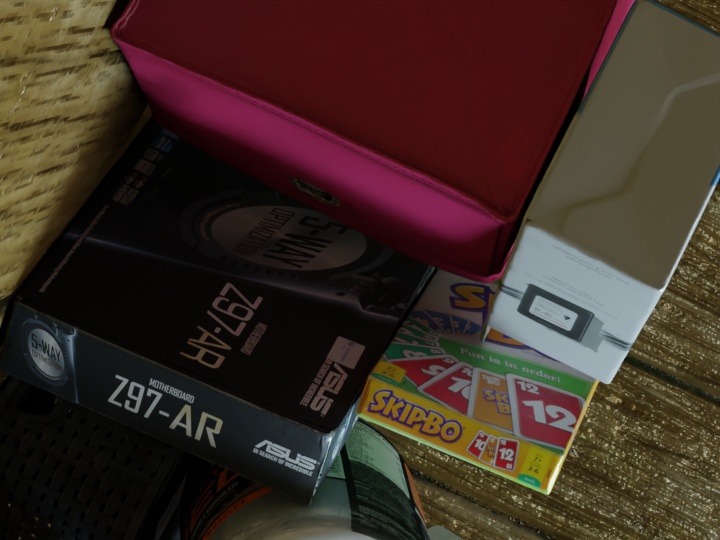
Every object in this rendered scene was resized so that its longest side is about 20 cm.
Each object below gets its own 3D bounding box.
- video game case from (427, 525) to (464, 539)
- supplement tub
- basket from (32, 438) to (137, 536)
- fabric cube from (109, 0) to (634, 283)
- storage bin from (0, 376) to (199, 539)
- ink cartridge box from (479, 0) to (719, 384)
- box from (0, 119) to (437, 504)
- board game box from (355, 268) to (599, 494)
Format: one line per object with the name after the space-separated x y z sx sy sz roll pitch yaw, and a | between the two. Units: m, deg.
-0.009 0.195 1.444 0.200 0.023 0.182 -22 -163 -18 | video game case
-0.026 0.140 1.380 0.200 0.122 0.123 -106 -140 -73 | supplement tub
-0.073 0.129 1.636 0.149 0.200 0.143 -67 174 31 | basket
0.022 -0.129 1.297 0.200 0.196 0.199 -64 176 -6 | fabric cube
-0.138 0.108 1.451 0.135 0.094 0.200 -62 176 -34 | storage bin
0.113 -0.026 1.261 0.116 0.067 0.200 -63 176 -16 | ink cartridge box
-0.060 0.011 1.359 0.200 0.160 0.044 -58 169 -54 | box
0.067 0.043 1.363 0.200 0.096 0.030 -52 164 -70 | board game box
